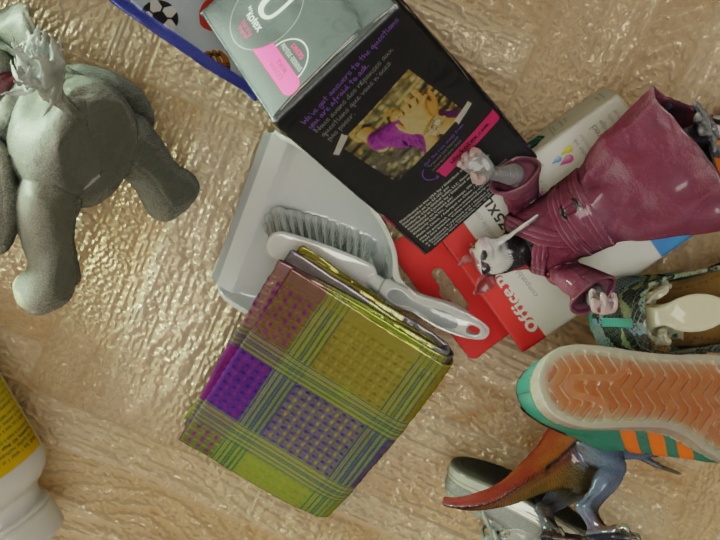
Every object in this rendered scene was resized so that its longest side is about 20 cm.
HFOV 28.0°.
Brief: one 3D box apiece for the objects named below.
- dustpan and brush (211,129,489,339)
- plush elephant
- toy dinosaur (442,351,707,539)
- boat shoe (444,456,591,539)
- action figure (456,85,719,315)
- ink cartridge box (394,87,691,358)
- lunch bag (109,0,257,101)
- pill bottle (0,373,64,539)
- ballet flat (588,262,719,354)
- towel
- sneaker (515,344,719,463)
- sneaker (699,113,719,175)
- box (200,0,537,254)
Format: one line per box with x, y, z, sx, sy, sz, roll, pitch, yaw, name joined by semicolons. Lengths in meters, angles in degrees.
0.000;0.000;1.035;0.199;0.057;0.140;21;114;-3;dustpan and brush
-0.236;-0.095;0.995;0.165;0.155;0.200;-46;140;-28;plush elephant
0.179;0.106;1.025;0.199;0.105;0.182;22;62;-19;toy dinosaur
0.143;0.210;1.085;0.202;0.074;0.065;33;97;-13;boat shoe
0.151;-0.047;0.958;0.200;0.149;0.134;-27;94;26;action figure
0.130;-0.026;1.036;0.200;0.067;0.116;-36;99;8;ink cartridge box
-0.092;-0.228;0.966;0.200;0.124;0.170;32;99;-20;lunch bag
-0.302;0.120;1.052;0.112;0.112;0.200;-27;100;7;pill bottle
0.258;0.027;1.008;0.199;0.074;0.075;-11;103;-22;ballet flat
-0.035;0.088;1.056;0.143;0.023;0.200;31;122;-4;towel
0.200;0.090;0.969;0.199;0.080;0.072;13;78;-10;sneaker
0.294;-0.122;1.007;0.112;0.078;0.201;3;102;-1;sneaker
0.009;-0.118;0.942;0.106;0.122;0.200;-41;141;9;box
